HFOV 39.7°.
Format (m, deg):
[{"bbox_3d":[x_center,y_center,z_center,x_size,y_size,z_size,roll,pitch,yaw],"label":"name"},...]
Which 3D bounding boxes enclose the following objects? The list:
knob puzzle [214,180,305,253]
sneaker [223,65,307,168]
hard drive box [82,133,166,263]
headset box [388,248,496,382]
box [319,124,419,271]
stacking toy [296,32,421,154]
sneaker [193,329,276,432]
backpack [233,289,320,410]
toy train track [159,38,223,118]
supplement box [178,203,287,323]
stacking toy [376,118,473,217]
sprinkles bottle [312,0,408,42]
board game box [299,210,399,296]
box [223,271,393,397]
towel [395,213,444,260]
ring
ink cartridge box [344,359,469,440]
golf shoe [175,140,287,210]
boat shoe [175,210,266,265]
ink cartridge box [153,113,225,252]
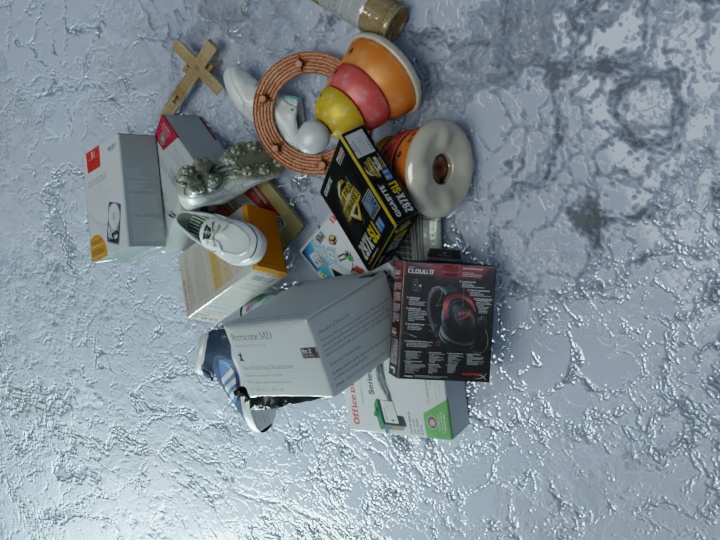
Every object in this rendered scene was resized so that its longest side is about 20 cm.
[{"bbox_3d":[-0.203,-0.089,1.777,0.219,0.030,0.221,11,112,27],"label":"knob puzzle"},{"bbox_3d":[-0.141,-0.272,1.658,0.088,0.075,0.200,-35,97,30],"label":"sneaker"},{"bbox_3d":[-0.420,-0.124,1.766,0.156,0.077,0.201,-17,77,50],"label":"hard drive box"},{"bbox_3d":[0.126,0.067,1.538,0.148,0.075,0.201,3,91,-10],"label":"headset box"},{"bbox_3d":[0.009,-0.105,1.517,0.160,0.049,0.200,57,160,11],"label":"box"},{"bbox_3d":[-0.019,-0.246,1.490,0.146,0.200,0.146,39,158,19],"label":"stacking toy"},{"bbox_3d":[-0.244,0.205,1.883,0.146,0.080,0.201,0,110,40],"label":"sneaker"},{"bbox_3d":[-0.135,0.134,1.746,0.126,0.167,0.201,-11,86,39],"label":"backpack"},{"bbox_3d":[-0.297,-0.332,1.752,0.115,0.033,0.200,47,130,1],"label":"toy train track"},{"bbox_3d":[-0.223,-0.009,1.726,0.200,0.073,0.127,-32,59,35],"label":"supplement box"},{"bbox_3d":[0.059,-0.161,1.539,0.199,0.146,0.147,10,112,43],"label":"stacking toy"},{"bbox_3d":[-0.024,-0.421,1.529,0.200,0.068,0.068,34,121,17],"label":"sprinkles bottle"},{"bbox_3d":[0.000,0.000,1.650,0.200,0.035,0.126,50,126,11],"label":"board game box"},{"bbox_3d":[-0.070,0.102,1.584,0.198,0.200,0.131,-7,106,43],"label":"box"},{"bbox_3d":[0.052,-0.014,1.647,0.192,0.035,0.201,8,111,28],"label":"towel"},{"bbox_3d":[-0.079,-0.252,1.611,0.199,0.019,0.201,3,108,9],"label":"ring"},{"bbox_3d":[0.072,0.197,1.677,0.199,0.084,0.147,-1,106,30],"label":"ink cartridge box"},{"bbox_3d":[-0.218,-0.157,1.684,0.079,0.199,0.097,64,157,22],"label":"golf shoe"},{"bbox_3d":[-0.238,-0.055,1.651,0.200,0.067,0.074,15,90,45],"label":"boat shoe"},{"bbox_3d":[-0.319,-0.152,1.766,0.145,0.083,0.201,52,129,35],"label":"ink cartridge box"}]
